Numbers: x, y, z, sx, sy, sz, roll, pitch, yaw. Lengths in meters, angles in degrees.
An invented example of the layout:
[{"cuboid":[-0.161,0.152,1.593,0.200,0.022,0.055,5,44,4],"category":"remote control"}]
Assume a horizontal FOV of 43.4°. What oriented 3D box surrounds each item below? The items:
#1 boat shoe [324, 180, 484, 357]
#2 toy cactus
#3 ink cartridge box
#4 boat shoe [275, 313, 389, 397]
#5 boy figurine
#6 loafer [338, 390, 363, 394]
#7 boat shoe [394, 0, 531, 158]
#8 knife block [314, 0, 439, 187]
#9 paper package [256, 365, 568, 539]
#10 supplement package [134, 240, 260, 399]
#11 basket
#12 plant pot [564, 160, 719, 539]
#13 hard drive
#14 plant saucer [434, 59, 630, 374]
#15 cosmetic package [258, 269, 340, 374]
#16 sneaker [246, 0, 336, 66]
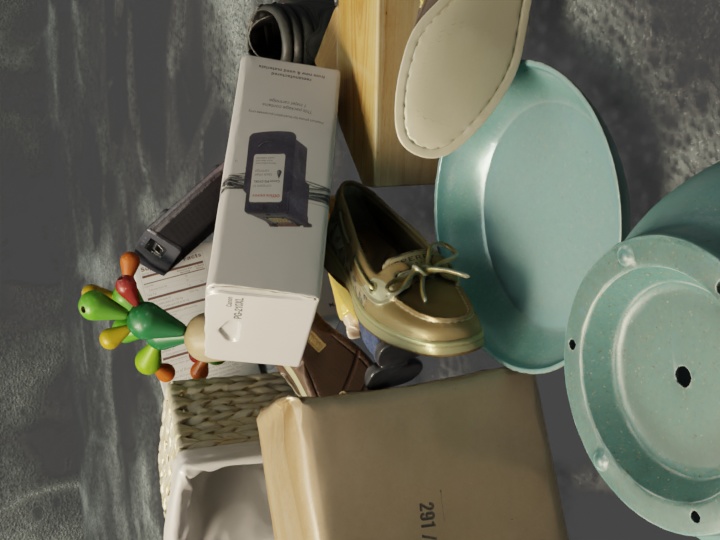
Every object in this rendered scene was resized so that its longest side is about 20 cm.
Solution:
[{"cuboid":[0.023,-0.003,0.663,0.200,0.072,0.064,41,132,51],"category":"boat shoe"},{"cuboid":[-0.167,0.054,0.862,0.163,0.200,0.104,4,63,32],"category":"toy cactus"},{"cuboid":[-0.071,-0.042,0.724,0.145,0.083,0.203,110,166,-63],"category":"ink cartridge box"},{"cuboid":[-0.037,0.092,0.857,0.203,0.074,0.075,52,162,13],"category":"boat shoe"},{"cuboid":[0.000,0.000,0.805,0.202,0.064,0.125,63,148,31],"category":"boy figurine"},{"cuboid":[-0.029,0.188,0.753,0.076,0.067,0.202,-12,50,62],"category":"loafer"},{"cuboid":[0.070,-0.167,0.581,0.059,0.071,0.203,-156,86,-77],"category":"boat shoe"},{"cuboid":[0.029,-0.191,0.708,0.176,0.063,0.202,-59,44,51],"category":"knife block"},{"cuboid":[0.040,0.176,0.616,0.103,0.188,0.203,150,113,-65],"category":"paper package"},{"cuboid":[-0.183,0.083,1.034,0.114,0.108,0.203,124,130,-73],"category":"supplement package"},{"cuboid":[-0.099,0.187,0.896,0.124,0.197,0.137,-119,35,-49],"category":"basket"},{"cuboid":[0.174,0.040,0.388,0.200,0.132,0.204,21,114,61],"category":"plant pot"},{"cuboid":[-0.167,-0.052,0.913,0.042,0.135,0.200,48,163,-6],"category":"hard drive"},{"cuboid":[0.115,-0.035,0.599,0.199,0.035,0.204,19,111,62],"category":"plant saucer"},{"cuboid":[-0.091,0.010,1.002,0.151,0.051,0.202,-60,43,46],"category":"cosmetic package"},{"cuboid":[-0.071,-0.234,0.863,0.200,0.098,0.072,-139,48,-55],"category":"sneaker"}]
